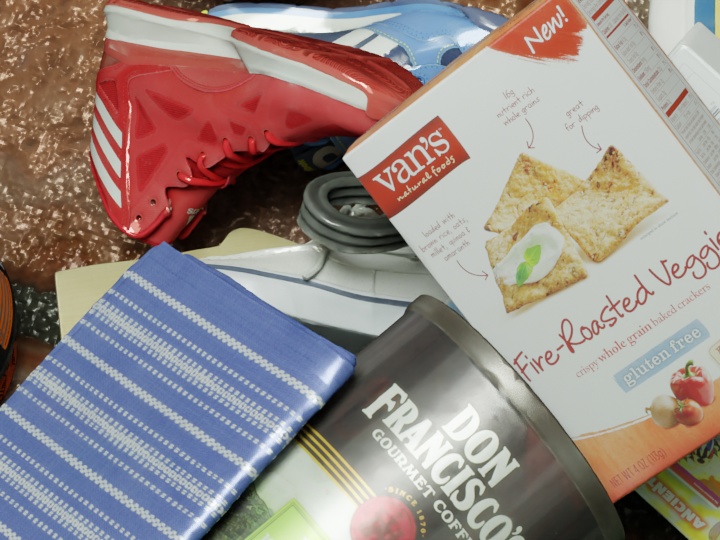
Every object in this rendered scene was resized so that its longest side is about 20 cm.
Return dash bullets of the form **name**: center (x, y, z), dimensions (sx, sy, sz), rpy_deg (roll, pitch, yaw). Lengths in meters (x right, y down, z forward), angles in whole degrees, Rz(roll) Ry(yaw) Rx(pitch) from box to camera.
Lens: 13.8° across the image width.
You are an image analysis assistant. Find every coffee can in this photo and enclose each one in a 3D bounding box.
- **coffee can**: center (-0.001, 0.130, 1.344), dimensions (0.200, 0.147, 0.146), rpy_deg (-40, 67, -9)

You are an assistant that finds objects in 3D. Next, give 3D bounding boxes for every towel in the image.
- **towel**: center (-0.108, 0.084, 1.328), dimensions (0.200, 0.024, 0.144), rpy_deg (-48, 47, -14)

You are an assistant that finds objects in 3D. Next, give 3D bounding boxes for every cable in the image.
- **cable**: center (0.061, -0.029, 1.433), dimensions (0.199, 0.050, 0.097), rpy_deg (-25, 61, -35)

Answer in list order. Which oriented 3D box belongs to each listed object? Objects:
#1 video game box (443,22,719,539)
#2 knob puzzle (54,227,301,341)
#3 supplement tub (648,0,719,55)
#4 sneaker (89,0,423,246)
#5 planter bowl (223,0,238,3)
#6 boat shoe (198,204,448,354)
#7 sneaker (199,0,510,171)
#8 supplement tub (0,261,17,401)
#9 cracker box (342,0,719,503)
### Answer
- **video game box**: center (0.167, 0.019, 1.359), dimensions (0.200, 0.047, 0.182), rpy_deg (42, 116, 0)
- **knob puzzle**: center (-0.043, 0.075, 1.462), dimensions (0.218, 0.030, 0.221), rpy_deg (2, 66, -4)
- **supplement tub**: center (0.240, -0.078, 1.416), dimensions (0.198, 0.145, 0.146), rpy_deg (-2, 68, 9)
- **sneaker**: center (-0.054, -0.060, 1.450), dimensions (0.199, 0.078, 0.116), rpy_deg (19, 101, 43)
- **planter bowl**: center (-0.050, -0.221, 1.517), dimensions (0.199, 0.200, 0.135), rpy_deg (-30, 92, -3)
- **boat shoe**: center (0.002, -0.002, 1.443), dimensions (0.200, 0.075, 0.087), rpy_deg (5, 66, -6)
- **sneaker**: center (0.004, -0.089, 1.506), dimensions (0.199, 0.074, 0.083), rpy_deg (-2, 67, 19)
- **supplement tub**: center (-0.239, 0.010, 1.439), dimensions (0.122, 0.200, 0.123), rpy_deg (-4, 67, 9)
- **cracker box**: center (0.106, -0.016, 1.310), dimensions (0.134, 0.058, 0.200), rpy_deg (-36, 94, 28)
